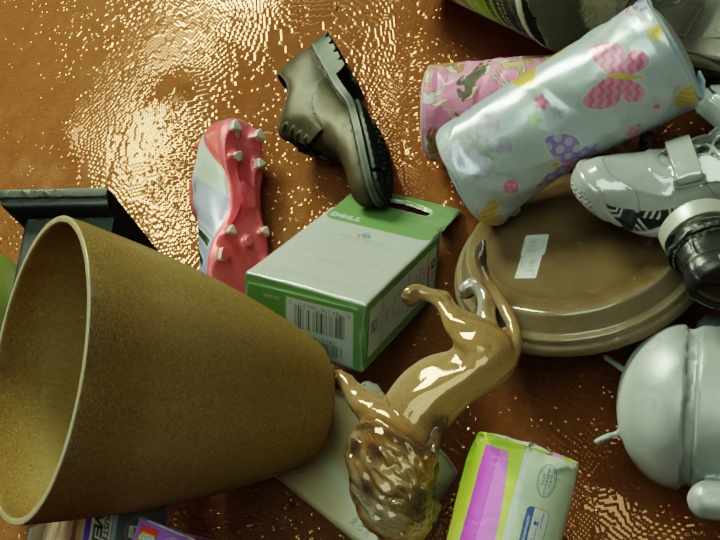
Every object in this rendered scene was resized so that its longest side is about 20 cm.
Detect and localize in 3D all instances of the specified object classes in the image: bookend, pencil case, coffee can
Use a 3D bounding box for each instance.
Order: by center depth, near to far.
[{"bbox_3d":[0.153,-0.114,0.755,0.198,0.083,0.091,-32,95,20],"label":"pencil case"},{"bbox_3d":[-0.219,0.070,0.801,0.090,0.199,0.203,-1,68,9],"label":"bookend"},{"bbox_3d":[0.145,-0.134,0.842,0.197,0.083,0.088,2,81,18],"label":"pencil case"},{"bbox_3d":[0.123,-0.290,0.855,0.146,0.147,0.200,-46,47,-5],"label":"coffee can"}]

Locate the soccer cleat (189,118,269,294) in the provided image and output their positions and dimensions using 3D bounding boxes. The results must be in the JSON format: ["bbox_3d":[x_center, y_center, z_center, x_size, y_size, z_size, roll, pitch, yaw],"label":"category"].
[{"bbox_3d":[-0.123,-0.040,0.909,0.076,0.066,0.203,-19,65,44],"label":"soccer cleat"}]

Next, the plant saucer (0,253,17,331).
[{"bbox_3d":[-0.290,0.083,0.840,0.031,0.201,0.203,-2,64,-12],"label":"plant saucer"}]

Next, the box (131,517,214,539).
[{"bbox_3d":[-0.057,0.222,0.687,0.135,0.200,0.040,15,74,22],"label":"box"}]

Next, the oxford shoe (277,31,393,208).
[{"bbox_3d":[-0.026,-0.121,0.903,0.084,0.073,0.202,-29,50,7],"label":"oxford shoe"}]

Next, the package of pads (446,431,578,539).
[{"bbox_3d":[0.085,0.196,0.653,0.067,0.200,0.157,15,71,10],"label":"package of pads"}]

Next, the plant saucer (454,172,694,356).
[{"bbox_3d":[0.165,-0.015,0.768,0.197,0.030,0.202,-14,38,11],"label":"plant saucer"}]

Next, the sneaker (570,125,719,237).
[{"bbox_3d":[0.252,-0.086,0.703,0.196,0.116,0.076,6,36,-2],"label":"sneaker"}]

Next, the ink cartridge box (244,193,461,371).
[{"bbox_3d":[0.000,0.000,0.820,0.102,0.060,0.200,14,29,22],"label":"ink cartridge box"}]

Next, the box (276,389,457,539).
[{"bbox_3d":[-0.032,0.130,0.788,0.199,0.078,0.095,31,78,26],"label":"box"}]

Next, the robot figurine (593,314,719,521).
[{"bbox_3d":[0.263,0.098,0.688,0.197,0.114,0.171,4,43,19],"label":"robot figurine"}]

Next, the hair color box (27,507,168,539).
[{"bbox_3d":[-0.205,0.237,0.739,0.199,0.064,0.111,-32,49,54],"label":"hair color box"}]

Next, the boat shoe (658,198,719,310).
[{"bbox_3d":[0.296,0.007,0.692,0.074,0.197,0.061,-53,30,39],"label":"boat shoe"}]

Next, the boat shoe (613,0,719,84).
[{"bbox_3d":[0.267,-0.190,0.837,0.075,0.073,0.200,-52,42,0],"label":"boat shoe"}]

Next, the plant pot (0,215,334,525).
[{"bbox_3d":[-0.123,0.077,0.674,0.185,0.198,0.190,-22,62,50],"label":"plant pot"}]

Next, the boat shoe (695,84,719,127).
[{"bbox_3d":[0.354,-0.102,0.762,0.199,0.073,0.067,33,114,16],"label":"boat shoe"}]

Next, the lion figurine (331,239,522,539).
[{"bbox_3d":[0.053,0.082,0.690,0.201,0.072,0.122,-51,46,4],"label":"lion figurine"}]
